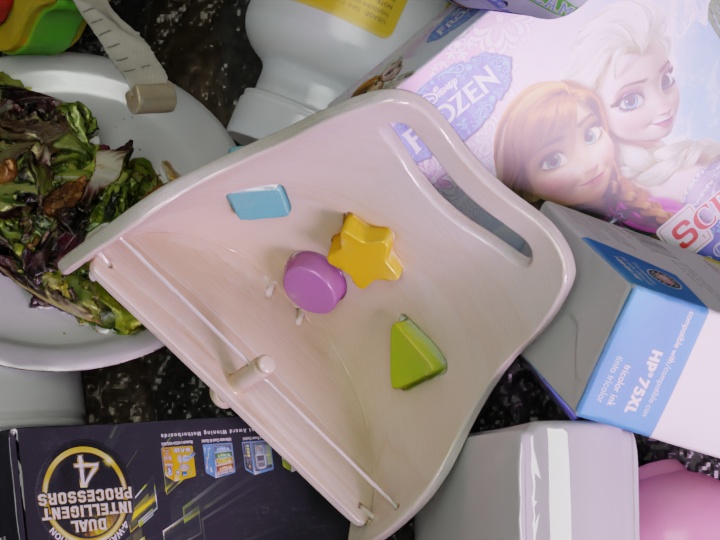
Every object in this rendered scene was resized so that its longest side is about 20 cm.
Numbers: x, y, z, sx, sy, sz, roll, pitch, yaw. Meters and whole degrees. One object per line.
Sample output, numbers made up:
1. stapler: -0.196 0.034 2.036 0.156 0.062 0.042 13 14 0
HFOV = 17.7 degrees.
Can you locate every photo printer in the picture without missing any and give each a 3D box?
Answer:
1. photo printer: 0.076 0.175 1.076 0.069 0.166 0.202 1 84 -17

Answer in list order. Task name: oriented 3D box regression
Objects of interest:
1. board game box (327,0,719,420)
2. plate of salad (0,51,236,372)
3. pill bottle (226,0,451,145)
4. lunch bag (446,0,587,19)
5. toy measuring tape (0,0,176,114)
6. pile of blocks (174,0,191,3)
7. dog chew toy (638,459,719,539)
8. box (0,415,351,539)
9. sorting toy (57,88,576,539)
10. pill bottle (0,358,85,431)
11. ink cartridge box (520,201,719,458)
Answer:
1. board game box: 0.120 -0.064 1.111 0.200 0.041 0.200 -40 114 -1
2. plate of salad: -0.150 -0.039 1.140 0.198 0.048 0.201 3 54 -5
3. pill bottle: 0.010 -0.143 1.143 0.111 0.112 0.201 24 86 7
4. lunch bag: 0.100 -0.208 1.027 0.075 0.160 0.201 38 81 -25
5. toy measuring tape: -0.150 -0.120 1.157 0.073 0.074 0.200 -37 53 0
6. pile of blocks: -0.077 -0.230 1.187 0.082 0.062 0.201 36 87 8
7. dog chew toy: 0.165 0.189 1.092 0.124 0.125 0.202 -15 74 3
8. box: -0.082 0.151 1.092 0.199 0.049 0.163 0 81 -37
9. sorting toy: 0.000 0.000 1.051 0.200 0.107 0.180 45 130 -13
10. pill bottle: -0.175 0.148 1.125 0.113 0.114 0.202 -6 82 4
11. ink cartridge box: 0.175 0.042 1.078 0.199 0.116 0.068 18 104 -22
